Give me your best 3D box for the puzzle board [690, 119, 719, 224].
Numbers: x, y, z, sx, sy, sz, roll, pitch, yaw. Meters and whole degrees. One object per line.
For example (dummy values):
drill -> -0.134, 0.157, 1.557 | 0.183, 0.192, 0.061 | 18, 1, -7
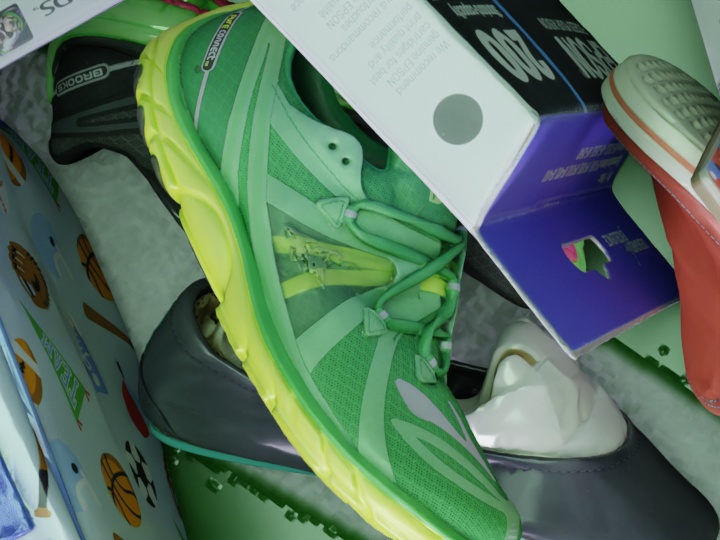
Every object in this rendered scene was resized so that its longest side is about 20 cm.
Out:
puzzle board -> 0.175, 0.026, 0.765 | 0.017, 0.151, 0.200 | -36, 96, 24

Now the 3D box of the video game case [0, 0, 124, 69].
video game case -> -0.166, -0.062, 0.794 | 0.182, 0.200, 0.023 | -32, 108, -16

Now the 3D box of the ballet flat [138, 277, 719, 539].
ballet flat -> 0.025, 0.045, 0.835 | 0.200, 0.073, 0.073 | 14, 90, 5

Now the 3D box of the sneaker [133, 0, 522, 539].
sneaker -> 0.000, 0.000, 0.773 | 0.084, 0.074, 0.200 | -30, 75, 9

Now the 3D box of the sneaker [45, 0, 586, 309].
sneaker -> -0.016, -0.032, 0.861 | 0.200, 0.077, 0.084 | 24, 105, 14

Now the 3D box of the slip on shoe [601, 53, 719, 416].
slip on shoe -> 0.126, 0.017, 0.798 | 0.061, 0.074, 0.200 | -29, 120, 13

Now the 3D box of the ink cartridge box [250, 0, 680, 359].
ink cartridge box -> 0.032, -0.068, 0.785 | 0.043, 0.198, 0.200 | -43, 83, 16

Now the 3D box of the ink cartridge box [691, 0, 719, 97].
ink cartridge box -> 0.172, -0.044, 0.728 | 0.084, 0.145, 0.200 | -36, 40, 26

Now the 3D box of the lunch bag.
lunch bag -> -0.123, 0.035, 0.822 | 0.076, 0.160, 0.200 | -24, 85, 6
